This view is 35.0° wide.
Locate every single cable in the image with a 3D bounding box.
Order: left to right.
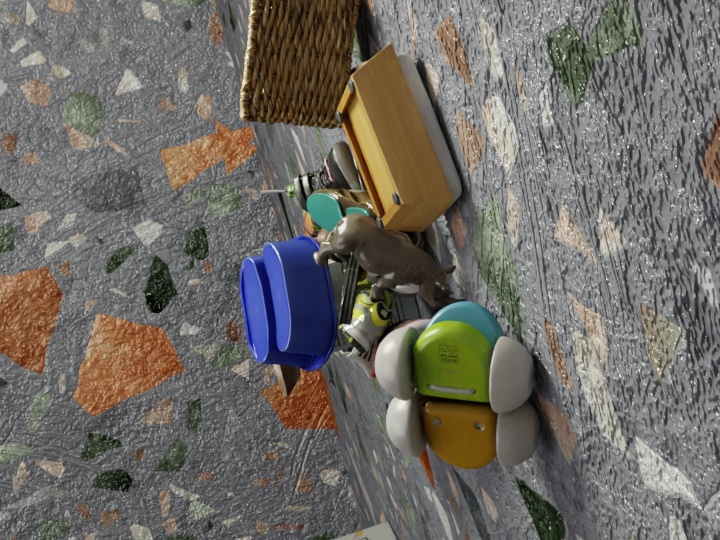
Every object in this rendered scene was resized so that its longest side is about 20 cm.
[{"bbox_3d":[0.000,0.000,1.604,0.200,0.050,0.097,-90,13,-63],"label":"cable"}]

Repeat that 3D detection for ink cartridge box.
[{"bbox_3d":[0.014,0.800,3.081,0.145,0.199,0.148,-127,21,-72],"label":"ink cartridge box"}]

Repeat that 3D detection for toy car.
[{"bbox_3d":[0.121,0.123,1.306,0.150,0.174,0.200,-61,-32,-47],"label":"toy car"}]

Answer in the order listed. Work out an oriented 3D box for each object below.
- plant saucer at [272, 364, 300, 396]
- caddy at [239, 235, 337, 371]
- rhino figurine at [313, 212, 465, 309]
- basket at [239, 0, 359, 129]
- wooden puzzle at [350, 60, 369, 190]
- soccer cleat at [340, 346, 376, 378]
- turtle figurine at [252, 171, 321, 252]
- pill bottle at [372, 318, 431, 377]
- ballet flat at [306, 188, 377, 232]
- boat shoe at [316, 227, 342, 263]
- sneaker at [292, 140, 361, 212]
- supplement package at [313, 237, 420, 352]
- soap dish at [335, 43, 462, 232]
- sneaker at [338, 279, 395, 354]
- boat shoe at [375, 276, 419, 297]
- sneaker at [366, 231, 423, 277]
[{"bbox_3d":[-0.138,0.109,1.891,0.200,0.037,0.201,163,90,-82],"label":"plant saucer"},{"bbox_3d":[-0.096,0.047,1.657,0.141,0.105,0.201,-29,67,50],"label":"caddy"},{"bbox_3d":[0.046,-0.005,1.455,0.088,0.200,0.060,-58,6,40],"label":"rhino figurine"},{"bbox_3d":[-0.093,-0.304,1.568,0.143,0.148,0.201,-127,42,-70],"label":"basket"},{"bbox_3d":[0.028,-0.192,1.567,0.200,0.046,0.186,-168,61,-75],"label":"wooden puzzle"},{"bbox_3d":[-0.002,0.157,2.292,0.200,0.085,0.069,85,165,-54],"label":"soccer cleat"},{"bbox_3d":[-0.129,-0.109,2.297,0.200,0.144,0.194,31,145,0],"label":"turtle figurine"},{"bbox_3d":[0.079,0.126,1.613,0.200,0.116,0.116,162,90,-81],"label":"pill bottle"},{"bbox_3d":[0.000,-0.084,1.560,0.200,0.072,0.068,11,120,61],"label":"ballet flat"},{"bbox_3d":[-0.026,-0.064,1.742,0.200,0.067,0.072,-40,-41,-61],"label":"boat shoe"},{"bbox_3d":[-0.051,-0.128,1.651,0.200,0.099,0.071,68,-172,-78],"label":"sneaker"},{"bbox_3d":[-0.033,0.028,1.857,0.191,0.199,0.148,-137,31,-72],"label":"supplement package"},{"bbox_3d":[0.041,-0.150,1.379,0.157,0.081,0.201,132,118,-75],"label":"soap dish"},{"bbox_3d":[0.020,0.056,1.666,0.075,0.076,0.200,46,-166,-15],"label":"sneaker"},{"bbox_3d":[0.063,0.009,1.662,0.066,0.072,0.200,44,169,-22],"label":"boat shoe"},{"bbox_3d":[0.049,-0.055,1.609,0.079,0.079,0.200,61,-164,-21],"label":"sneaker"}]
